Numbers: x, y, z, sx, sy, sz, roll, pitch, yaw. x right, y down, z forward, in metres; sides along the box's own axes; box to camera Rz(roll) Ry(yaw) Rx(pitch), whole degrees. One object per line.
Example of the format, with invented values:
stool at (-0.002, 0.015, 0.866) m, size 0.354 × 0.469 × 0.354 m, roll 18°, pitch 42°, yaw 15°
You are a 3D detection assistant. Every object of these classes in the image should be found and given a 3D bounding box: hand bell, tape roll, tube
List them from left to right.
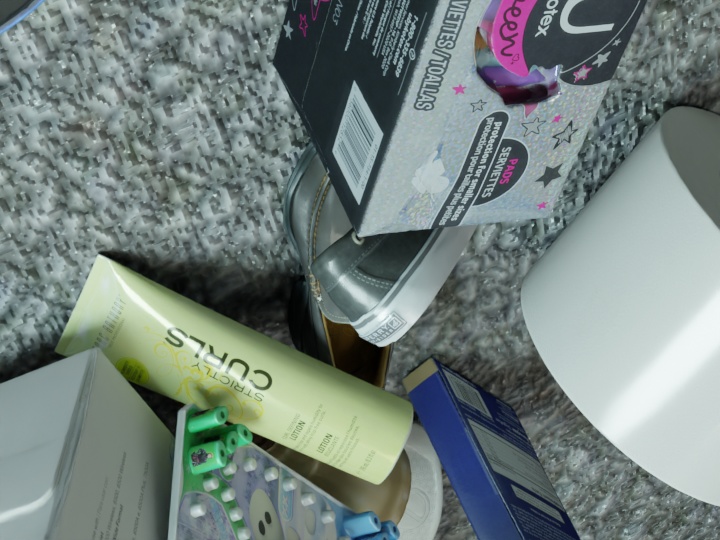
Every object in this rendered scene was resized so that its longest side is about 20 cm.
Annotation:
tube at (-0.069, 0.060, 1.002) m, size 0.199 × 0.052 × 0.058 m, roll 25°, pitch 84°, yaw -9°
hand bell at (-0.065, 0.097, 1.095) m, size 0.104 × 0.105 × 0.200 m, roll -37°, pitch 130°, yaw 12°
tape roll at (0.214, 0.021, 1.071) m, size 0.201 × 0.204 × 0.139 m, roll 12°, pitch 128°, yaw -42°

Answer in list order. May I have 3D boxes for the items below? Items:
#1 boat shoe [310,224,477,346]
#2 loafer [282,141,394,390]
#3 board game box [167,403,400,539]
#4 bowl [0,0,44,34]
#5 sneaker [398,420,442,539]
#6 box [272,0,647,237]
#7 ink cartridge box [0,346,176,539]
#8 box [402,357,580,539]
boat shoe at (0.033, -0.043, 0.924) m, size 0.057 × 0.201 × 0.069 m, roll 42°, pitch 130°, yaw -10°
loafer at (0.000, 0.000, 1.009) m, size 0.072 × 0.073 × 0.201 m, roll -18°, pitch 142°, yaw -13°
board game box at (-0.037, 0.198, 0.983) m, size 0.026 × 0.202 × 0.200 m, roll -17°, pitch 145°, yaw 27°
bowl at (-0.192, -0.160, 0.714) m, size 0.199 × 0.040 × 0.202 m, roll -18°, pitch 143°, yaw -14°
sneaker at (0.003, 0.190, 1.255) m, size 0.070 × 0.099 × 0.202 m, roll 6°, pitch 102°, yaw -19°
box at (0.051, -0.132, 0.832) m, size 0.114 × 0.133 × 0.201 m, roll -7°, pitch 139°, yaw -25°
ink cartridge box at (-0.157, 0.174, 0.977) m, size 0.146 × 0.145 × 0.201 m, roll -21°, pitch 126°, yaw 20°
box at (0.103, 0.158, 1.161) m, size 0.032 × 0.201 × 0.121 m, roll -38°, pitch 143°, yaw 14°
